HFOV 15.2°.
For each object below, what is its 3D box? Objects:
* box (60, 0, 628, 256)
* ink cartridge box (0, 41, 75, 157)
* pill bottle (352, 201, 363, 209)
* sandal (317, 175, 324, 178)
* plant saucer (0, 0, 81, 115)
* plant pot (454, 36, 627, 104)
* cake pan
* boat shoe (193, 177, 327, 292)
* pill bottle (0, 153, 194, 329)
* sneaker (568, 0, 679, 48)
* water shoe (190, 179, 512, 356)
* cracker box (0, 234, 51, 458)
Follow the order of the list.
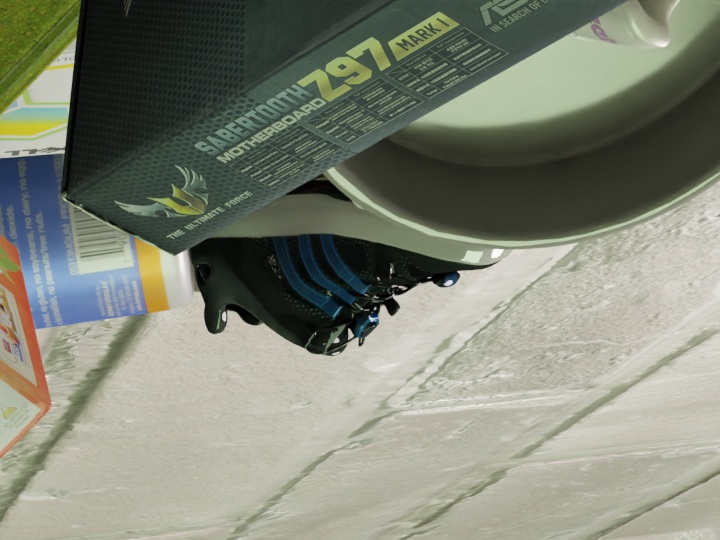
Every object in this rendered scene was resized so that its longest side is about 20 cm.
[{"bbox_3d":[-0.003,-0.113,0.777,0.051,0.159,0.199,26,142,-35],"label":"box"},{"bbox_3d":[-0.160,-0.085,1.114,0.103,0.060,0.200,-6,166,-14],"label":"ink cartridge box"},{"bbox_3d":[0.086,-0.087,1.153,0.199,0.114,0.113,-12,166,11],"label":"pill bottle"},{"bbox_3d":[0.039,-0.088,1.272,0.210,0.078,0.070,-6,-161,20],"label":"sandal"},{"bbox_3d":[-0.158,-0.110,0.906,0.199,0.048,0.200,11,144,-38],"label":"plant saucer"},{"bbox_3d":[0.051,-0.106,1.005,0.199,0.093,0.201,-5,-179,0],"label":"plant pot"},{"bbox_3d":[0.065,-0.096,0.901,0.199,0.037,0.201,-8,131,-9],"label":"cake pan"},{"bbox_3d":[-0.024,-0.035,1.385,0.062,0.073,0.200,8,154,-42],"label":"boat shoe"},{"bbox_3d":[-0.181,-0.024,1.242,0.198,0.113,0.112,-8,166,-2],"label":"pill bottle"},{"bbox_3d":[0.110,-0.151,0.778,0.075,0.201,0.100,26,-172,-44],"label":"sneaker"},{"bbox_3d":[0.000,0.000,1.258,0.071,0.080,0.199,-13,-168,-42],"label":"water shoe"},{"bbox_3d":[-0.212,-0.018,1.016,0.058,0.134,0.200,-43,118,11],"label":"cracker box"}]
